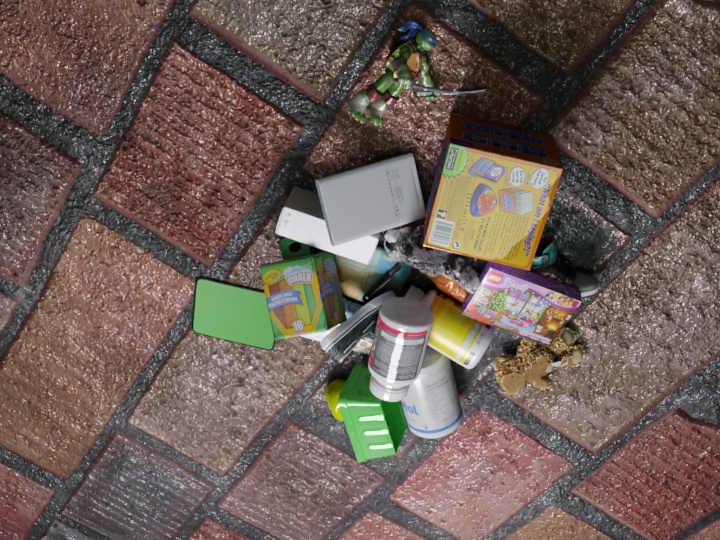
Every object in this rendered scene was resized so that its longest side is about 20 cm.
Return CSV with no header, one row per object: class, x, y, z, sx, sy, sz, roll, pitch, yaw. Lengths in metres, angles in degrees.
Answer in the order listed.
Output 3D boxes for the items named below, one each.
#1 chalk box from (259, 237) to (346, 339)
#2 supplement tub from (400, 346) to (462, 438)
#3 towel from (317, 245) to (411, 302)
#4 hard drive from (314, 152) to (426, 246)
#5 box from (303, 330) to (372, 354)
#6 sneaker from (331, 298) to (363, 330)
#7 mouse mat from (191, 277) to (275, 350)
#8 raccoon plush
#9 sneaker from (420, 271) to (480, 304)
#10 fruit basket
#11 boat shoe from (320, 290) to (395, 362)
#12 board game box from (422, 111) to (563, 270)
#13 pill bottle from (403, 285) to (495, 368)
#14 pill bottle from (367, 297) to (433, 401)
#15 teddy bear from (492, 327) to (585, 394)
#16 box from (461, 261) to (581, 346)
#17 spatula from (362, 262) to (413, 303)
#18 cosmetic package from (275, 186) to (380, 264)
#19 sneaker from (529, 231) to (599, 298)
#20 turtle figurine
chalk box,-0.121,0.027,1.656,0.124,0.124,0.200,-12,93,19
supplement tub,0.148,0.261,1.791,0.132,0.132,0.200,-10,119,14
towel,0.000,0.000,1.719,0.200,0.022,0.147,20,121,-1
hard drive,0.022,-0.138,1.552,0.200,0.026,0.132,-18,105,-17
box,-0.044,0.145,1.803,0.200,0.041,0.039,15,122,-1
sneaker,-0.051,0.085,1.741,0.200,0.074,0.082,5,135,6
mouse mat,-0.285,0.101,1.833,0.200,0.008,0.161,14,122,2
raccoon plush,0.127,-0.013,1.599,0.200,0.097,0.134,52,157,-8
sneaker,0.208,0.030,1.688,0.200,0.073,0.077,43,147,-19
fruit basket,-0.010,0.313,1.816,0.215,0.156,0.216,13,129,16
boat shoe,0.008,0.120,1.678,0.071,0.200,0.072,49,159,7
board game box,0.237,-0.150,1.474,0.199,0.200,0.200,13,117,1
pill bottle,0.175,0.114,1.697,0.200,0.109,0.109,31,122,5
pill bottle,0.076,0.164,1.633,0.111,0.111,0.200,12,118,1
teddy bear,0.390,0.194,1.760,0.145,0.067,0.200,37,113,-24
box,0.322,0.065,1.614,0.200,0.039,0.137,20,128,-6
spatula,0.070,0.003,1.677,0.057,0.021,0.200,50,118,13
cosmetic package,-0.060,-0.092,1.625,0.200,0.102,0.074,20,123,-2
sneaker,0.390,-0.016,1.616,0.200,0.084,0.121,8,132,5
turtle figurine,0.087,-0.319,1.439,0.194,0.144,0.200,-37,106,30
